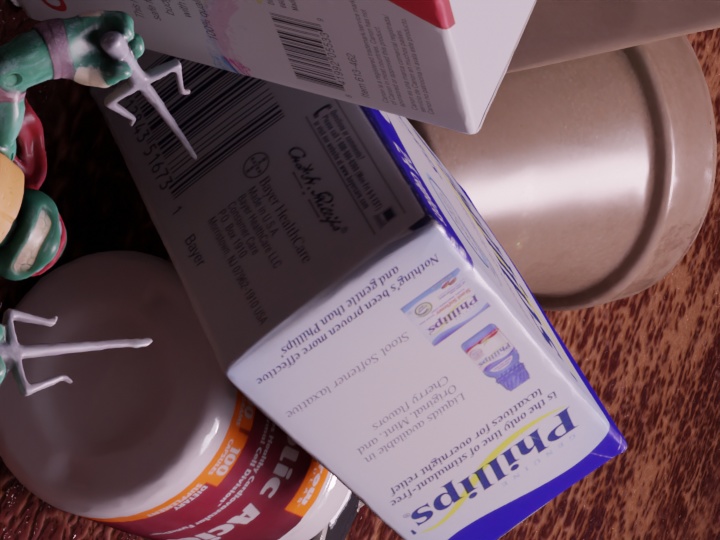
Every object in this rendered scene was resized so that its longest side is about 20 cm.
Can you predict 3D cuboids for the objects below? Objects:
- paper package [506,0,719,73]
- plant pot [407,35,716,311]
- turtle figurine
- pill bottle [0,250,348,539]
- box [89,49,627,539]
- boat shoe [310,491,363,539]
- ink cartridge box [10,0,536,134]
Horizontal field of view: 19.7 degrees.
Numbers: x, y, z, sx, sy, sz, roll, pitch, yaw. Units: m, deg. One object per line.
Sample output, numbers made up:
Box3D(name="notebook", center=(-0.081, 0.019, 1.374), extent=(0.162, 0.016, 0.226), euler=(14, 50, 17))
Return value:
Box3D(name="paper package", center=(0.092, -0.197, 0.950), extent=(0.191, 0.199, 0.104), euler=(52, 53, -27))
Box3D(name="plant pot", center=(0.062, -0.061, 1.112), extent=(0.174, 0.200, 0.202), euler=(-18, 126, -42))
Box3D(name="turtle figurine", center=(-0.144, -0.029, 0.732), extent=(0.200, 0.100, 0.151), euler=(28, 66, -53))
Box3D(name="pill bottle", center=(-0.077, 0.070, 0.949), extent=(0.115, 0.114, 0.200), euler=(-68, 158, -7))
Box3D(name="box", center=(0.000, 0.000, 0.895), extent=(0.105, 0.184, 0.200), euler=(-35, 138, 6))
Box3D(name="boat shoe", center=(-0.021, 0.100, 1.164), extent=(0.060, 0.073, 0.201), euler=(59, 47, -73))
Box3D(name="ink cartridge box", center=(-0.045, -0.142, 0.744), extent=(0.083, 0.199, 0.146), euler=(-65, 158, -22))
